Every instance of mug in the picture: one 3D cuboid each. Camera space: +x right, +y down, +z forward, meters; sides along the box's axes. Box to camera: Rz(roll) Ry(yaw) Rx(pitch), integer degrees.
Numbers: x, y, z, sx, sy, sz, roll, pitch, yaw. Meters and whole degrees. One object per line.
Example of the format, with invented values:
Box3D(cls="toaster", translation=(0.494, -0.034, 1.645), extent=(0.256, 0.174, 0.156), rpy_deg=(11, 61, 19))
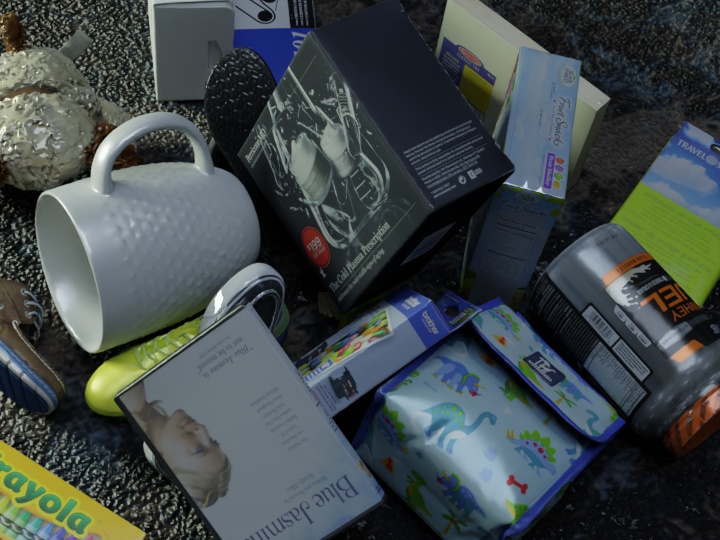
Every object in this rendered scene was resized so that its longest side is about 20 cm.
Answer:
Box3D(cls="mug", translation=(-0.185, -0.045, 1.173), extent=(0.174, 0.203, 0.147), rpy_deg=(-20, 38, -29))

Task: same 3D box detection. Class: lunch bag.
Box3D(cls="lunch bag", translation=(0.120, 0.132, 1.146), extent=(0.170, 0.128, 0.199), rpy_deg=(44, 52, 14))

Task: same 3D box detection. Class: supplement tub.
Box3D(cls="supplement tub", translation=(0.258, 0.065, 1.206), extent=(0.122, 0.123, 0.201), rpy_deg=(-30, 67, -25))

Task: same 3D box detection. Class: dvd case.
Box3D(cls="dvd case", translation=(-0.090, 0.145, 1.067), extent=(0.142, 0.018, 0.201), rpy_deg=(-34, 96, 14))

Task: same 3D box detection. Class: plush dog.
Box3D(cls="plush dog", translation=(-0.299, -0.136, 1.217), extent=(0.197, 0.162, 0.172), rpy_deg=(-12, 36, -17))

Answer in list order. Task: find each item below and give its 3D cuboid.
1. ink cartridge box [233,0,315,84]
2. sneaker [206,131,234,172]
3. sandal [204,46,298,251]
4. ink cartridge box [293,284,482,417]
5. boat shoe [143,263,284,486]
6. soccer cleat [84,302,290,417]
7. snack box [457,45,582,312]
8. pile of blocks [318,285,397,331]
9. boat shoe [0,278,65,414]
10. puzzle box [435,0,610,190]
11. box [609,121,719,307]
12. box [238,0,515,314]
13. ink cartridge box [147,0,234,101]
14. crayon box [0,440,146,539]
Box3D(cls="ink cartridge box", translation=(-0.095, -0.254, 1.415), extent=(0.092, 0.044, 0.202), rpy_deg=(-2, 57, -8))
Box3D(cls="sneaker", translation=(-0.056, -0.115, 1.307), extent=(0.197, 0.072, 0.084), rpy_deg=(-5, 49, -11))
Box3D(cls="sandal", translation=(-0.097, -0.117, 1.269), extent=(0.074, 0.203, 0.045), rpy_deg=(-15, 17, 8))
Box3D(cls="ink cartridge box", translation=(0.004, 0.070, 1.135), extent=(0.199, 0.119, 0.042), rpy_deg=(-33, 100, -5))
Box3D(cls="boat shoe", translation=(-0.113, 0.093, 1.114), extent=(0.067, 0.071, 0.202), rpy_deg=(31, 90, 43))
Box3D(cls="soccer cleat", translation=(-0.155, 0.067, 1.170), extent=(0.198, 0.084, 0.065), rpy_deg=(-21, 62, -20))
Box3D(cls="snack box", translation=(0.148, -0.078, 1.239), extent=(0.067, 0.201, 0.171), rpy_deg=(12, 56, 1))
Box3D(cls="pile of blocks", translation=(0.000, 0.000, 1.250), extent=(0.081, 0.062, 0.202), rpy_deg=(-3, 57, -10))
Box3D(cls="boat shoe", translation=(-0.323, 0.044, 1.169), extent=(0.199, 0.073, 0.072), rpy_deg=(40, 59, 18))
Box3D(cls="puzzle box", translation=(0.158, -0.185, 1.352), extent=(0.200, 0.134, 0.025), rpy_deg=(41, 60, 18))
Box3D(cls="box", translation=(0.332, -0.051, 1.338), extent=(0.121, 0.048, 0.200), rpy_deg=(33, 58, 13))
Box3D(cls="box", translation=(0.006, -0.095, 1.139), extent=(0.103, 0.200, 0.183), rpy_deg=(-26, 77, -33))
Box3D(cls="ink cartridge box", translation=(-0.183, -0.301, 1.372), extent=(0.082, 0.146, 0.202), rpy_deg=(-4, 57, -10))
Box3D(cls="crayon box", translation=(-0.300, 0.238, 1.051), extent=(0.198, 0.059, 0.173), rpy_deg=(29, 57, 11))
